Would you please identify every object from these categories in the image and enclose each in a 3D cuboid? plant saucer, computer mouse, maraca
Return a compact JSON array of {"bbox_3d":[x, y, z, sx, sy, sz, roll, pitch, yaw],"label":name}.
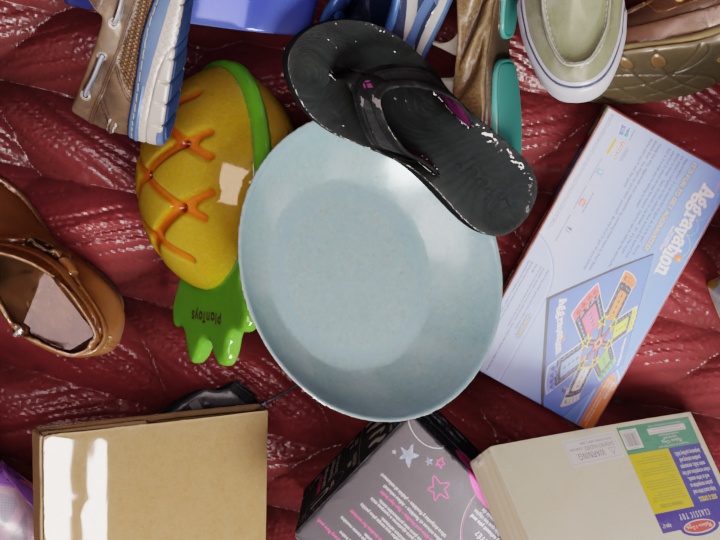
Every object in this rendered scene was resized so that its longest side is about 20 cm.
[{"bbox_3d":[0.000,0.000,1.489,0.200,0.039,0.202,8,75,-32],"label":"plant saucer"},{"bbox_3d":[-0.065,0.084,1.592,0.199,0.034,0.059,-29,108,-4],"label":"computer mouse"},{"bbox_3d":[-0.094,-0.038,1.529,0.106,0.137,0.201,2,89,-26],"label":"maraca"}]

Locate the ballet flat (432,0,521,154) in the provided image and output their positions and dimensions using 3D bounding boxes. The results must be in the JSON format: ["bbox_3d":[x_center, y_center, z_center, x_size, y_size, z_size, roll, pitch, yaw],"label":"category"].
[{"bbox_3d":[0.072,-0.148,1.555,0.072,0.068,0.201,2,95,20],"label":"ballet flat"}]

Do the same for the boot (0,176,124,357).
[{"bbox_3d":[-0.240,-0.011,1.517,0.199,0.155,0.074,30,95,-2],"label":"boot"}]

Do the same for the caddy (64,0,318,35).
[{"bbox_3d":[-0.105,-0.217,1.507,0.199,0.141,0.106,7,100,-1],"label":"caddy"}]

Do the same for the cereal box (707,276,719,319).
[{"bbox_3d":[0.308,0.007,1.495,0.143,0.200,0.040,-23,95,2],"label":"cereal box"}]

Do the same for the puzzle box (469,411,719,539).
[{"bbox_3d":[0.172,0.167,1.512,0.025,0.199,0.134,-42,63,42],"label":"puzzle box"}]

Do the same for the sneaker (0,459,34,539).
[{"bbox_3d":[-0.222,0.177,1.579,0.088,0.080,0.201,-29,99,-4],"label":"sneaker"}]

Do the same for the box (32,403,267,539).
[{"bbox_3d":[-0.140,0.195,1.558,0.163,0.021,0.201,-5,104,-25],"label":"box"}]

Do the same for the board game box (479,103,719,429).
[{"bbox_3d":[0.162,-0.001,1.581,0.103,0.019,0.201,29,96,-6],"label":"board game box"}]

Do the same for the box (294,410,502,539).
[{"bbox_3d":[0.064,0.192,1.547,0.115,0.132,0.200,-45,94,5],"label":"box"}]

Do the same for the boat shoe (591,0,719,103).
[{"bbox_3d":[0.223,-0.164,1.553,0.199,0.072,0.068,-13,63,9],"label":"boat shoe"}]

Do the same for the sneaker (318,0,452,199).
[{"bbox_3d":[0.001,-0.130,1.529,0.074,0.082,0.201,19,103,31],"label":"sneaker"}]

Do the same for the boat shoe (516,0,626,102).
[{"bbox_3d":[0.136,-0.210,1.512,0.072,0.062,0.201,-2,72,5],"label":"boat shoe"}]

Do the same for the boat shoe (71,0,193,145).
[{"bbox_3d":[-0.137,-0.178,1.408,0.072,0.072,0.201,11,103,0],"label":"boat shoe"}]

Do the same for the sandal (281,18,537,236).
[{"bbox_3d":[0.040,-0.095,1.474,0.200,0.048,0.076,34,82,-22],"label":"sandal"}]
